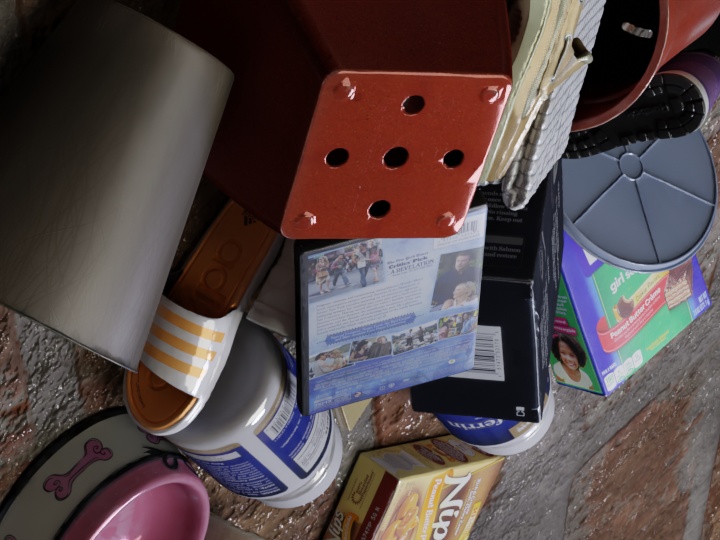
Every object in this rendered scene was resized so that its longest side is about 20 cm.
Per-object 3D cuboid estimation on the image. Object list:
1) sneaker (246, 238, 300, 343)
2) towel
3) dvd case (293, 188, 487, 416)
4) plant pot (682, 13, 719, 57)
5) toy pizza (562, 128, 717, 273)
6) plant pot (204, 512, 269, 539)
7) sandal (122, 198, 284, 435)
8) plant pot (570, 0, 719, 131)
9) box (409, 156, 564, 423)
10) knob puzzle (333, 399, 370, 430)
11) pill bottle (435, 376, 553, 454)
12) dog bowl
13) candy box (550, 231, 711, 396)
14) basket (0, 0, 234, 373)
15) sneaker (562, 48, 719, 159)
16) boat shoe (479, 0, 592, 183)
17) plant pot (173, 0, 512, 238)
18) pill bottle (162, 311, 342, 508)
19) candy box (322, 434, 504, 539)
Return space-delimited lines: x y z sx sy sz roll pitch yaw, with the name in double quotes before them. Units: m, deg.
"sneaker" 0.000 0.016 1.665 0.200 0.073 0.116 29 82 -56
"towel" 0.121 -0.163 1.582 0.166 0.085 0.201 -49 154 -63
"dvd case" 0.020 0.027 1.575 0.142 0.018 0.200 -15 143 -12
"plant pot" 0.334 -0.290 1.888 0.199 0.200 0.178 -31 153 -39
"toy pizza" 0.240 -0.090 1.968 0.200 0.201 0.032 -36 -179 -33
"plant pot" -0.123 0.306 1.804 0.184 0.200 0.200 -65 152 -7
"sandal" -0.127 0.020 1.606 0.207 0.079 0.059 -63 151 -5
"plant pot" 0.196 -0.232 1.739 0.195 0.200 0.202 -29 142 -54
"box" 0.104 -0.011 1.794 0.197 0.117 0.201 82 16 -51
"knob puzzle" 0.000 0.000 1.784 0.219 0.030 0.221 -16 108 -59
"pill bottle" 0.111 0.095 1.986 0.116 0.116 0.200 -52 152 -7
"dog bowl" -0.200 0.212 1.684 0.200 0.074 0.201 -37 146 -31
"candy box" 0.234 -0.012 2.044 0.169 0.077 0.201 -37 118 -30
"basket" -0.176 -0.064 1.374 0.180 0.136 0.201 28 86 -17
"sneaker" 0.223 -0.150 1.859 0.088 0.199 0.076 -46 126 -46
"boat shoe" 0.123 -0.147 1.462 0.076 0.072 0.201 6 121 -18
"plant pot" -0.005 -0.127 1.440 0.199 0.177 0.201 0 129 -24
"pill bottle" -0.088 0.116 1.714 0.116 0.116 0.200 -52 151 -8
"candy box" 0.052 0.229 2.108 0.200 0.055 0.116 -3 122 -56
